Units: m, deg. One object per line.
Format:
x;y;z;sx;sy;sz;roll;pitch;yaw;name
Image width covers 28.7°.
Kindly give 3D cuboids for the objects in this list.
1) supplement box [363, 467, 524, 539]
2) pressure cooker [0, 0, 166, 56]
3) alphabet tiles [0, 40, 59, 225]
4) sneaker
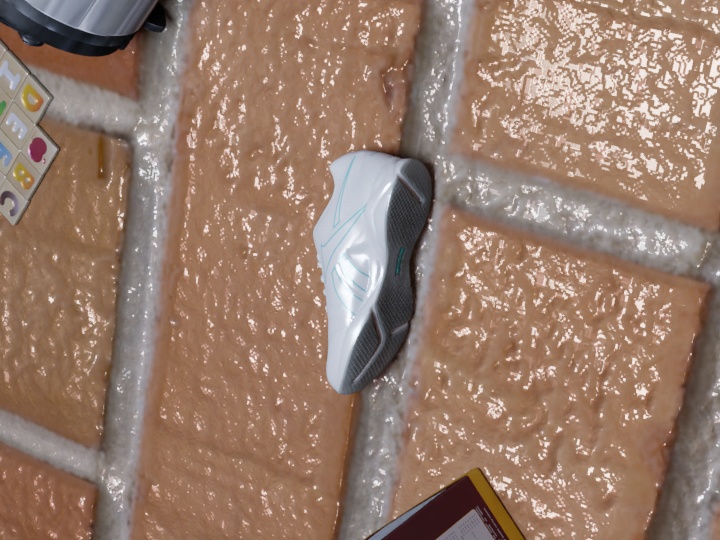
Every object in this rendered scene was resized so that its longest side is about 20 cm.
0.056;0.296;1.087;0.133;0.200;0.198;-38;82;32;supplement box
-0.233;-0.272;1.134;0.176;0.178;0.200;44;117;8;pressure cooker
-0.373;-0.147;1.349;0.200;0.006;0.167;46;119;13;alphabet tiles
0.000;0.000;1.135;0.080;0.070;0.202;21;106;35;sneaker
